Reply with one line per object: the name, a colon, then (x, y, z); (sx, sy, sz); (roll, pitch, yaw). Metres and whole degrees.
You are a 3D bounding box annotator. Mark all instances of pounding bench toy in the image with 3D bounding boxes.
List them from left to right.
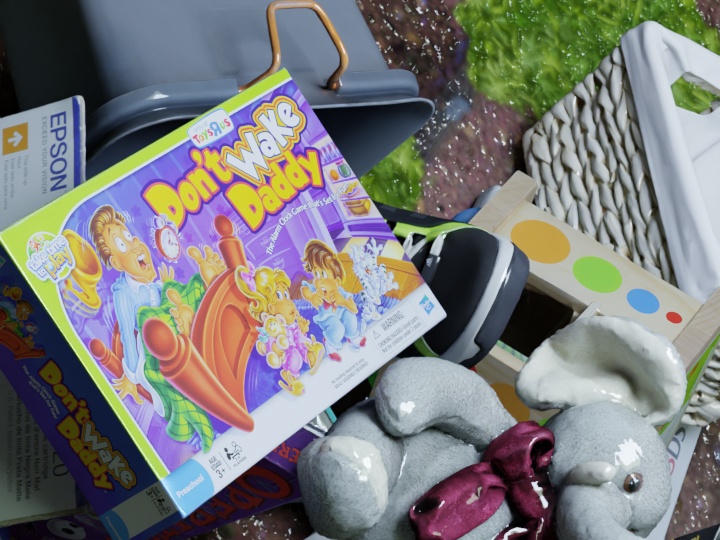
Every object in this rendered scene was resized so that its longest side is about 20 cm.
pounding bench toy: (0.081, 0.076, 1.385); (0.156, 0.200, 0.124); (31, 42, 14)

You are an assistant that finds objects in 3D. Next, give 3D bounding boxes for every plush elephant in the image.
plush elephant: (0.069, 0.105, 1.121); (0.200, 0.155, 0.165); (-73, 157, -66)

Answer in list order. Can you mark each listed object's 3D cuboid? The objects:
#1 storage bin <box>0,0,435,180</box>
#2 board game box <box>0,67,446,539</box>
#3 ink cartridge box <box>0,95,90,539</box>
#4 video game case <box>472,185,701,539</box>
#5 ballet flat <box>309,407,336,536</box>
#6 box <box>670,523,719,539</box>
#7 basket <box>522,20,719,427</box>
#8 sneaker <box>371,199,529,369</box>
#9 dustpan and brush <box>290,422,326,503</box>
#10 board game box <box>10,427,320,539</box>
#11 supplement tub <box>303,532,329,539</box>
storage bin: (-0.079, -0.112, 1.255); (0.200, 0.146, 0.134); (-8, 70, -41)
board game box: (-0.065, 0.012, 1.082); (0.135, 0.045, 0.200); (56, 42, -2)
ink cartridge box: (-0.202, 0.035, 1.133); (0.041, 0.200, 0.200); (44, 39, -59)
video game case: (0.117, 0.075, 1.508); (0.200, 0.023, 0.182); (41, 48, -19)
ballet flat: (-0.017, 0.118, 1.354); (0.064, 0.067, 0.200); (-41, 99, -17)
box: (0.210, 0.270, 1.479); (0.160, 0.049, 0.200); (48, 46, -16)
basket: (0.188, -0.022, 1.518); (0.135, 0.123, 0.200); (24, 42, -38)
sneaker: (0.000, 0.000, 1.239); (0.083, 0.200, 0.072); (28, 79, -30)
dustpan and brush: (-0.103, 0.070, 1.229); (0.200, 0.140, 0.057); (14, 73, -38)
board game box: (-0.118, 0.085, 1.172); (0.120, 0.200, 0.032); (28, 58, -27)
supplement tub: (0.040, 0.224, 1.272); (0.145, 0.145, 0.200); (-31, 104, -45)
